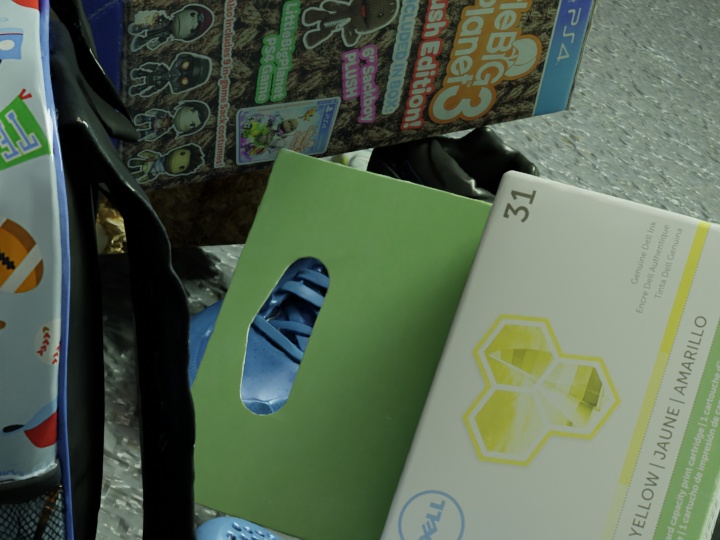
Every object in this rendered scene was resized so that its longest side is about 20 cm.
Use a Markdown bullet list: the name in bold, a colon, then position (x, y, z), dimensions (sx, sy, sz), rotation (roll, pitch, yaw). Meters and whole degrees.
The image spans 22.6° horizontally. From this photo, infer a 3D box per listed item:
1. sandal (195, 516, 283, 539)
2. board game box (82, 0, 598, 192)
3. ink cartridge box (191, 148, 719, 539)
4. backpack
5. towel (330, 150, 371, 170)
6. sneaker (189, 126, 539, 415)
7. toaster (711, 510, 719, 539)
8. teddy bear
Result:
- **sandal**: position (0.032, 0.131, 0.572), dimensions (0.199, 0.087, 0.079), rotation (30, 24, 7)
- **board game box**: position (-0.026, -0.134, 0.728), dimensions (0.199, 0.097, 0.160), rotation (-13, 49, -21)
- **ink cartridge box**: position (0.033, 0.037, 0.629), dimensions (0.199, 0.146, 0.048), rotation (16, -13, 16)
- **backpack**: position (-0.129, 0.005, 0.515), dimensions (0.153, 0.191, 0.200), rotation (1, 31, -19)
- **towel**: position (0.070, 0.010, 0.930), dimensions (0.171, 0.048, 0.200), rotation (22, 23, -17)
- **sneaker**: position (-0.001, -0.001, 0.735), dimensions (0.200, 0.111, 0.077), rotation (-23, 61, -43)
- **toaster**: position (0.134, 0.074, 0.719), dimensions (0.129, 0.114, 0.200), rotation (27, 24, -12)
- **teddy bear**: position (-0.101, -0.040, 0.771), dimensions (0.145, 0.067, 0.200), rotation (1, 5, 44)
